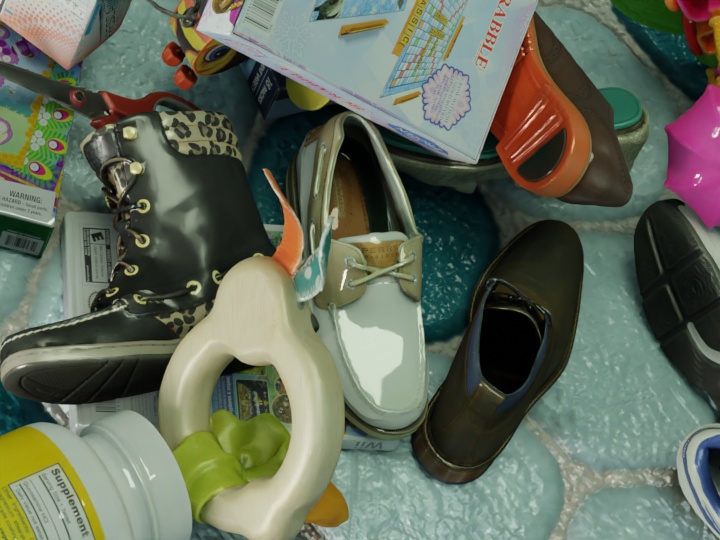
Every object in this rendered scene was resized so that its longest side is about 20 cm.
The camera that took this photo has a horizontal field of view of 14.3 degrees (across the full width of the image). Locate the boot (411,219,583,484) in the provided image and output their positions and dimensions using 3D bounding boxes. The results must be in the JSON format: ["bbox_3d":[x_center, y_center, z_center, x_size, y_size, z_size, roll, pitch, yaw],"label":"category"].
[{"bbox_3d":[0.102,0.032,1.732,0.074,0.097,0.201,28,57,-2],"label":"boot"}]

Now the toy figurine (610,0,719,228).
[{"bbox_3d":[0.237,-0.105,1.808,0.149,0.200,0.185,-10,60,17],"label":"toy figurine"}]

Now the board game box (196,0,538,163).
[{"bbox_3d":[0.023,-0.193,1.695,0.199,0.041,0.201,26,83,-35],"label":"board game box"}]

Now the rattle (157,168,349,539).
[{"bbox_3d":[-0.024,0.049,1.599,0.142,0.130,0.201,9,96,-34],"label":"rattle"}]

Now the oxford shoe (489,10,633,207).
[{"bbox_3d":[0.110,-0.106,1.767,0.072,0.071,0.201,23,32,-35],"label":"oxford shoe"}]

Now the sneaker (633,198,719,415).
[{"bbox_3d":[0.258,0.034,1.811,0.115,0.076,0.201,-24,80,-37],"label":"sneaker"}]

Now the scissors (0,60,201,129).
[{"bbox_3d":[-0.160,-0.104,1.723,0.200,0.014,0.073,35,57,-25],"label":"scissors"}]

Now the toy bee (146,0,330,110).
[{"bbox_3d":[-0.073,-0.160,1.744,0.199,0.109,0.132,10,54,-29],"label":"toy bee"}]

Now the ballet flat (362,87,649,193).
[{"bbox_3d":[0.088,-0.074,1.807,0.199,0.063,0.068,-3,45,-14],"label":"ballet flat"}]

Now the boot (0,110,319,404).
[{"bbox_3d":[-0.131,-0.009,1.658,0.199,0.073,0.151,-10,73,-28],"label":"boot"}]

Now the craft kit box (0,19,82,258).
[{"bbox_3d":[-0.267,-0.122,1.723,0.199,0.049,0.199,13,56,-12],"label":"craft kit box"}]

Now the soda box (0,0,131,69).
[{"bbox_3d":[-0.225,-0.212,1.716,0.200,0.069,0.064,36,46,6],"label":"soda box"}]

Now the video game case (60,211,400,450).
[{"bbox_3d":[-0.078,0.037,1.714,0.199,0.018,0.144,3,61,-17],"label":"video game case"}]

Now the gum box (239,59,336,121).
[{"bbox_3d":[-0.020,-0.208,1.853,0.169,0.045,0.201,-15,68,-25],"label":"gum box"}]

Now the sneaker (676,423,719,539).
[{"bbox_3d":[0.265,0.170,1.707,0.200,0.088,0.075,39,90,11],"label":"sneaker"}]

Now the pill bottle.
[{"bbox_3d":[-0.196,0.151,1.554,0.199,0.113,0.113,-23,72,-29],"label":"pill bottle"}]

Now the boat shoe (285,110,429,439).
[{"bbox_3d":[0.000,0.000,1.710,0.074,0.068,0.201,-6,65,-23],"label":"boat shoe"}]
